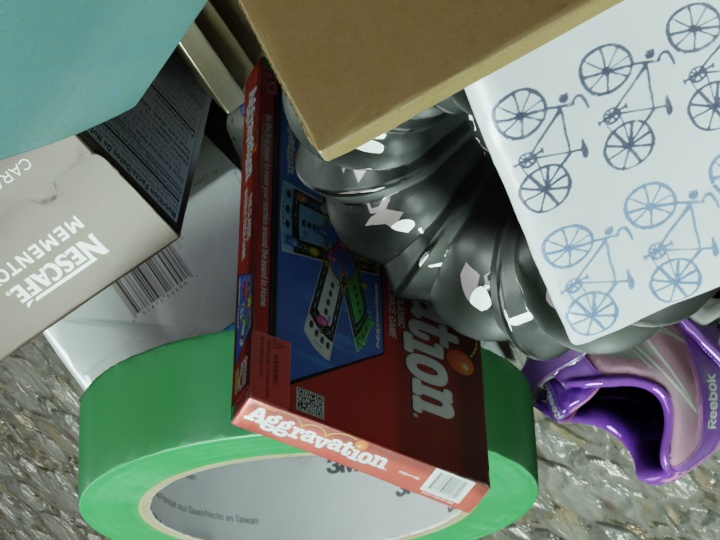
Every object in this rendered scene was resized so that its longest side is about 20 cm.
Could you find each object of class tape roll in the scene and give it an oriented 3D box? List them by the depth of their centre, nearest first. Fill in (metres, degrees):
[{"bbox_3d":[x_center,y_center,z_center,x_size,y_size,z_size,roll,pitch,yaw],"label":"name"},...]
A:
[{"bbox_3d":[-0.023,0.080,0.948,0.198,0.049,0.201,-1,158,-1],"label":"tape roll"}]

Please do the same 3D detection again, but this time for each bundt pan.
[{"bbox_3d":[0.053,-0.048,0.792,0.201,0.076,0.203,24,141,21],"label":"bundt pan"}]

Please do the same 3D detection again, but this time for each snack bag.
[{"bbox_3d":[0.129,-0.077,0.673,0.021,0.199,0.189,-109,-5,-48],"label":"snack bag"}]

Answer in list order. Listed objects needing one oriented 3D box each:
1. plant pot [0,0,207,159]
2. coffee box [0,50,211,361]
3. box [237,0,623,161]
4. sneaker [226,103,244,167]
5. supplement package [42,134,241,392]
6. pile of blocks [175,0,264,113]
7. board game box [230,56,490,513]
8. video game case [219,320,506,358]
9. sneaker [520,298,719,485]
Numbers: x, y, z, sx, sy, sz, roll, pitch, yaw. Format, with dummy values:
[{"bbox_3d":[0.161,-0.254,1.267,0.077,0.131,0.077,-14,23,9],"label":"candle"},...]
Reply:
[{"bbox_3d":[-0.159,-0.124,0.820,0.141,0.199,0.142,-50,57,34],"label":"plant pot"},{"bbox_3d":[-0.136,-0.066,1.001,0.114,0.201,0.080,-33,116,23],"label":"coffee box"},{"bbox_3d":[0.040,-0.146,0.609,0.164,0.199,0.021,62,-178,13],"label":"box"},{"bbox_3d":[-0.030,-0.070,1.024,0.088,0.075,0.201,36,153,19],"label":"sneaker"},{"bbox_3d":[-0.112,-0.007,1.112,0.120,0.121,0.200,57,174,-29],"label":"supplement package"},{"bbox_3d":[-0.093,-0.168,0.956,0.201,0.062,0.082,54,177,-4],"label":"pile of blocks"},{"bbox_3d":[0.000,0.000,0.867,0.102,0.201,0.019,23,128,-21],"label":"board game box"},{"bbox_3d":[-0.006,0.051,1.053,0.018,0.143,0.200,55,180,27],"label":"video game case"},{"bbox_3d":[0.095,0.018,0.969,0.200,0.089,0.081,41,156,4],"label":"sneaker"}]
